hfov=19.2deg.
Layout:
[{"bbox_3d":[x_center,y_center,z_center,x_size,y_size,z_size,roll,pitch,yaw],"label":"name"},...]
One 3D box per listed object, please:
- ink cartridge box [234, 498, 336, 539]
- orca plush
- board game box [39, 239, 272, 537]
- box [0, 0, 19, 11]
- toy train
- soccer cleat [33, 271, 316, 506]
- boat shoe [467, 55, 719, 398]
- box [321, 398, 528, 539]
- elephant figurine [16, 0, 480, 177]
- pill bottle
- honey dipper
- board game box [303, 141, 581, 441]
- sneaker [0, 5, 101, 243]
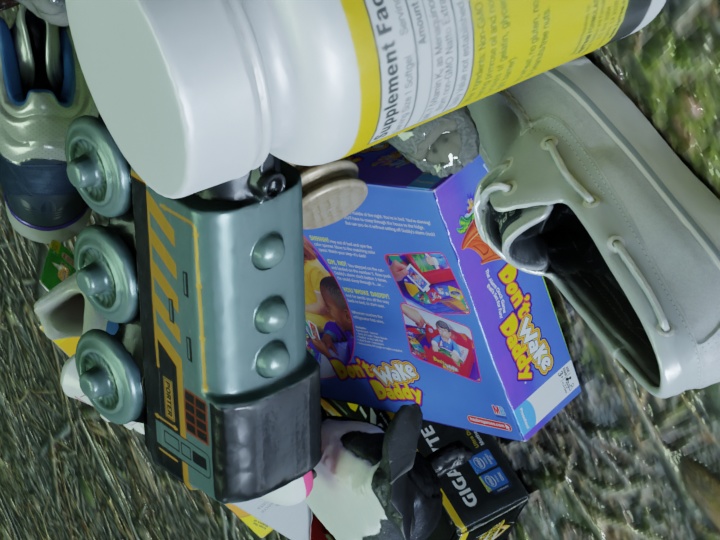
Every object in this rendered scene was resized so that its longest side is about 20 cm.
[{"bbox_3d":[-0.064,0.083,1.227,0.200,0.050,0.161,36,-166,-44],"label":"ink cartridge box"},{"bbox_3d":[0.018,0.088,1.025,0.105,0.071,0.200,61,166,12],"label":"orca plush"},{"bbox_3d":[-0.120,0.068,1.255,0.200,0.030,0.096,48,-172,-15],"label":"board game box"},{"bbox_3d":[-0.237,-0.235,1.251,0.200,0.166,0.164,8,119,65],"label":"box"},{"bbox_3d":[-0.068,0.005,0.930,0.114,0.085,0.200,28,128,41],"label":"toy train"},{"bbox_3d":[-0.096,0.061,1.058,0.200,0.086,0.070,47,157,44],"label":"soccer cleat"},{"bbox_3d":[0.084,-0.023,0.846,0.200,0.069,0.072,53,156,30],"label":"boat shoe"},{"bbox_3d":[0.008,0.083,1.174,0.200,0.049,0.160,58,156,20],"label":"box"},{"bbox_3d":[-0.042,-0.136,0.887,0.142,0.200,0.155,171,117,-74],"label":"elephant figurine"},{"bbox_3d":[0.003,-0.106,0.766,0.114,0.200,0.114,50,154,36],"label":"pill bottle"},{"bbox_3d":[-0.052,-0.111,0.961,0.038,0.038,0.200,109,140,-61],"label":"honey dipper"},{"bbox_3d":[0.000,0.000,1.015,0.200,0.045,0.134,10,128,47],"label":"board game box"},{"bbox_3d":[-0.190,-0.132,1.318,0.146,0.081,0.200,99,171,-51],"label":"sneaker"}]
